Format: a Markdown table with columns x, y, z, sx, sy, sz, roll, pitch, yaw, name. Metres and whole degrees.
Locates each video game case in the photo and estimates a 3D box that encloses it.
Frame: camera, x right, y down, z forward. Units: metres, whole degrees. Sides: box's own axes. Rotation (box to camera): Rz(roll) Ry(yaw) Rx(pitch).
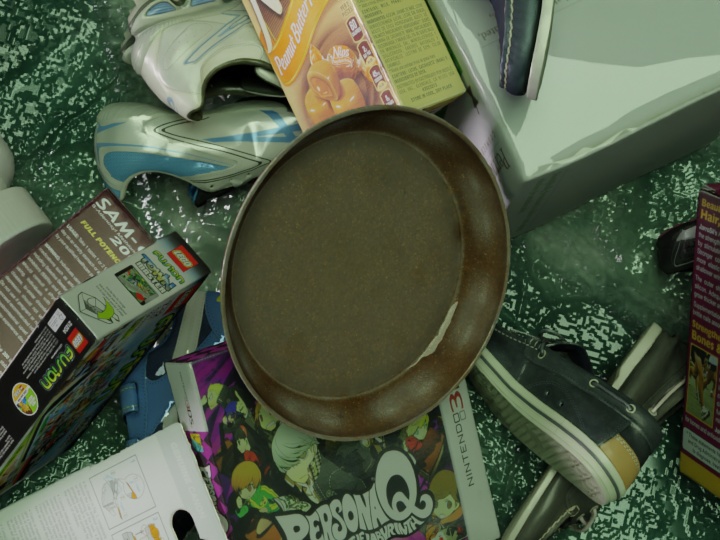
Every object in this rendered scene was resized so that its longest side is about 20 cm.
| x | y | z | sx | sy | sz | roll | pitch | yaw | name |
| --- | --- | --- | --- | --- | --- | --- | --- | --- | --- |
| -0.012 | 0.115 | 1.034 | 0.199 | 0.036 | 0.183 | -18 | 98 | -35 | video game case |

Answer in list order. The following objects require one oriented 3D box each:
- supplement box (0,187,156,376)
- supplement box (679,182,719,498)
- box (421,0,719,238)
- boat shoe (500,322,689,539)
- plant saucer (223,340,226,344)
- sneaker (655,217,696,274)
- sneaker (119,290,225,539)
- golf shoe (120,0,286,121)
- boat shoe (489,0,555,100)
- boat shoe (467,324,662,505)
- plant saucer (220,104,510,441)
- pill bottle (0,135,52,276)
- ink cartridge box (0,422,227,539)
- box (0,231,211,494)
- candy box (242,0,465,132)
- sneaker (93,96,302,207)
| x | y | z | sx | sy | sz | roll | pitch | yaw | name |
| --- | --- | --- | --- | --- | --- | --- | --- | --- | --- |
| -0.215 | 0.044 | 1.064 | 0.200 | 0.109 | 0.061 | -42 | 83 | -11 | supplement box |
| 0.282 | 0.053 | 1.048 | 0.102 | 0.131 | 0.202 | -5 | 108 | -20 | supplement box |
| 0.141 | -0.147 | 1.091 | 0.199 | 0.199 | 0.172 | -26 | 81 | -8 | box |
| 0.163 | 0.124 | 1.101 | 0.057 | 0.067 | 0.200 | 35 | 73 | 8 | boat shoe |
| -0.024 | 0.099 | 1.069 | 0.199 | 0.037 | 0.202 | 1 | 88 | -36 | plant saucer |
| 0.306 | -0.002 | 1.138 | 0.198 | 0.080 | 0.087 | -3 | 88 | 0 | sneaker |
| -0.124 | 0.103 | 1.080 | 0.082 | 0.074 | 0.201 | 21 | 71 | 4 | sneaker |
| -0.059 | -0.156 | 1.121 | 0.199 | 0.078 | 0.098 | -24 | 67 | -22 | golf shoe |
| 0.083 | -0.195 | 0.958 | 0.061 | 0.075 | 0.202 | 3 | 77 | -3 | boat shoe |
| 0.119 | 0.075 | 1.065 | 0.062 | 0.075 | 0.200 | -38 | 40 | -10 | boat shoe |
| 0.000 | 0.000 | 0.982 | 0.199 | 0.034 | 0.202 | -9 | 107 | -29 | plant saucer |
| -0.297 | -0.078 | 1.083 | 0.109 | 0.110 | 0.200 | -38 | 83 | -12 | pill bottle |
| -0.150 | 0.201 | 1.019 | 0.199 | 0.050 | 0.163 | -27 | 80 | 20 | ink cartridge box |
| -0.179 | 0.065 | 1.003 | 0.035 | 0.200 | 0.110 | 47 | 38 | 7 | box |
| -0.021 | -0.174 | 1.039 | 0.055 | 0.115 | 0.201 | -24 | 87 | -32 | candy box |
| -0.081 | -0.082 | 1.131 | 0.198 | 0.072 | 0.073 | -3 | 104 | -9 | sneaker |
